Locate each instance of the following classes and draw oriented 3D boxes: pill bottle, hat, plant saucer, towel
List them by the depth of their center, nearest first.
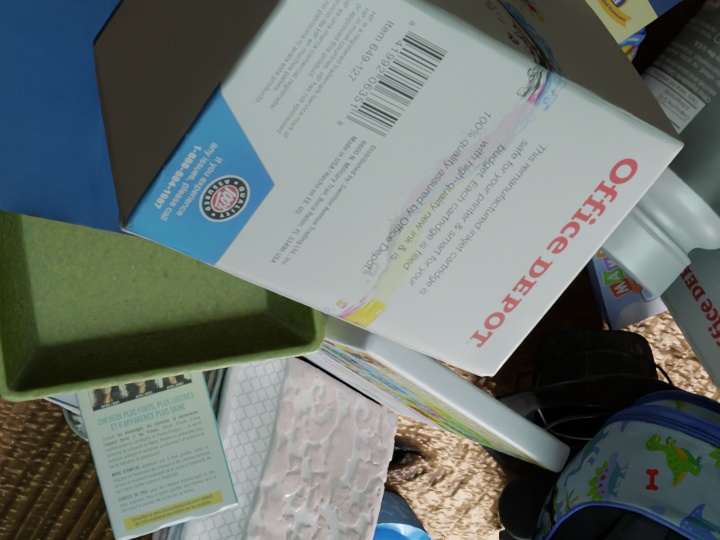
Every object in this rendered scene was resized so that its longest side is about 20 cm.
[{"bbox_3d":[-0.133,-0.036,0.997,0.197,0.048,0.202,-8,92,-11],"label":"plant saucer"},{"bbox_3d":[0.222,-0.088,1.051,0.200,0.114,0.114,-49,128,5],"label":"pill bottle"},{"bbox_3d":[-0.055,0.161,1.151,0.032,0.202,0.191,-7,149,42],"label":"towel"},{"bbox_3d":[0.171,0.088,1.220,0.198,0.082,0.201,0,154,0],"label":"hat"}]

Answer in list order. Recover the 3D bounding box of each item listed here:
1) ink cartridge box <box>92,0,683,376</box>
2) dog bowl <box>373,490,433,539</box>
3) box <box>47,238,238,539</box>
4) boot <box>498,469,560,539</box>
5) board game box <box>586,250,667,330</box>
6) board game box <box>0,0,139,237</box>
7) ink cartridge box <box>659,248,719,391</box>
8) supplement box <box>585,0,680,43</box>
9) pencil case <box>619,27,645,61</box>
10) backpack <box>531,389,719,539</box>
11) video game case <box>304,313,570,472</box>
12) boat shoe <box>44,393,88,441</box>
[{"bbox_3d":[0.007,-0.076,0.728,0.199,0.145,0.148,24,118,-31],"label":"ink cartridge box"},{"bbox_3d":[0.018,0.253,1.339,0.111,0.050,0.201,-24,132,2],"label":"dog bowl"},{"bbox_3d":[-0.144,0.062,1.044,0.081,0.049,0.202,-15,91,-11],"label":"box"},{"bbox_3d":[0.198,0.193,1.290,0.198,0.070,0.174,-2,162,12],"label":"boot"},{"bbox_3d":[0.251,-0.052,1.170,0.198,0.037,0.152,-22,132,2],"label":"board game box"},{"bbox_3d":[-0.139,-0.104,0.937,0.198,0.039,0.160,11,108,11],"label":"board game box"},{"bbox_3d":[0.304,-0.018,1.094,0.082,0.146,0.200,27,117,-37],"label":"ink cartridge box"},{"bbox_3d":[0.033,-0.186,0.876,0.199,0.201,0.134,-34,131,11],"label":"supplement box"},{"bbox_3d":[0.104,-0.102,1.052,0.078,0.087,0.201,-28,152,-55],"label":"pencil case"},{"bbox_3d":[0.216,0.170,1.094,0.182,0.148,0.200,28,153,6],"label":"backpack"},{"bbox_3d":[0.020,0.069,1.112,0.199,0.181,0.023,34,79,-36],"label":"video game case"},{"bbox_3d":[-0.171,0.091,1.124,0.199,0.074,0.067,22,119,-32],"label":"boat shoe"}]
